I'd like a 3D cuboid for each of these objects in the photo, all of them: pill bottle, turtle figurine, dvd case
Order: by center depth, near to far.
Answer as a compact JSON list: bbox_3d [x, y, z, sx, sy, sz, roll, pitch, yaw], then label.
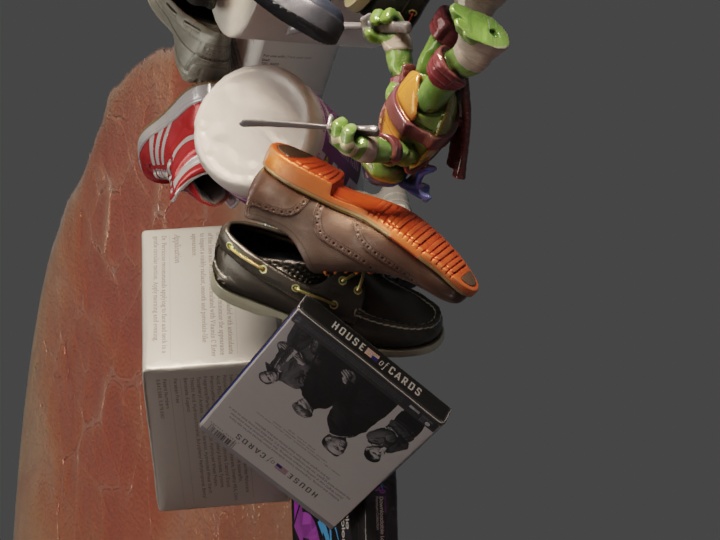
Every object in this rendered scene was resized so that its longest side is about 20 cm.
[{"bbox_3d":[0.018,-0.157,1.432,0.200,0.144,0.194,48,127,8],"label":"turtle figurine"},{"bbox_3d":[-0.034,0.122,1.538,0.200,0.150,0.025,-49,4,47],"label":"dvd case"},{"bbox_3d":[-0.062,-0.098,1.619,0.200,0.112,0.113,36,-131,-70],"label":"pill bottle"}]

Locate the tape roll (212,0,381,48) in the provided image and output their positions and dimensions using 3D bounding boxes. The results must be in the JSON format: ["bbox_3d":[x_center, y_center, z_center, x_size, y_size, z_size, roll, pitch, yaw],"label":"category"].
[{"bbox_3d":[-0.044,-0.302,1.649,0.203,0.139,0.203,-178,90,-70],"label":"tape roll"}]

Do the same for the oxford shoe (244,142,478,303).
[{"bbox_3d":[0.000,-0.022,1.469,0.073,0.200,0.071,-61,-12,16],"label":"oxford shoe"}]

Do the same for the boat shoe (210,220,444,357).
[{"bbox_3d":[-0.026,0.014,1.510,0.072,0.201,0.061,-63,-14,-50],"label":"boat shoe"}]

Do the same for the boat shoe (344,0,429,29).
[{"bbox_3d":[0.064,-0.265,1.475,0.201,0.063,0.074,-46,24,42],"label":"boat shoe"}]

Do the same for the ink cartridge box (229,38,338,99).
[{"bbox_3d":[-0.095,-0.204,1.852,0.200,0.084,0.145,111,152,-42],"label":"ink cartridge box"}]

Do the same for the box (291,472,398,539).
[{"bbox_3d":[-0.016,0.217,1.682,0.200,0.036,0.143,155,115,-66],"label":"box"}]

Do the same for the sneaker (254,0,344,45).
[{"bbox_3d":[-0.063,-0.248,1.464,0.082,0.070,0.200,-50,48,3],"label":"sneaker"}]

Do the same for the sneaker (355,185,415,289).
[{"bbox_3d":[0.000,0.000,1.622,0.200,0.075,0.116,-55,33,40],"label":"sneaker"}]

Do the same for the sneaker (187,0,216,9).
[{"bbox_3d":[-0.177,-0.290,1.679,0.200,0.091,0.076,-127,45,-57],"label":"sneaker"}]

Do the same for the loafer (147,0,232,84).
[{"bbox_3d":[-0.164,-0.262,1.834,0.070,0.070,0.200,-66,35,35],"label":"loafer"}]

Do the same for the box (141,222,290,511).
[{"bbox_3d":[-0.139,0.091,1.783,0.199,0.130,0.200,-97,5,-48],"label":"box"}]

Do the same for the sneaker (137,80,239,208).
[{"bbox_3d":[-0.171,-0.097,1.833,0.200,0.071,0.113,139,130,-60],"label":"sneaker"}]
